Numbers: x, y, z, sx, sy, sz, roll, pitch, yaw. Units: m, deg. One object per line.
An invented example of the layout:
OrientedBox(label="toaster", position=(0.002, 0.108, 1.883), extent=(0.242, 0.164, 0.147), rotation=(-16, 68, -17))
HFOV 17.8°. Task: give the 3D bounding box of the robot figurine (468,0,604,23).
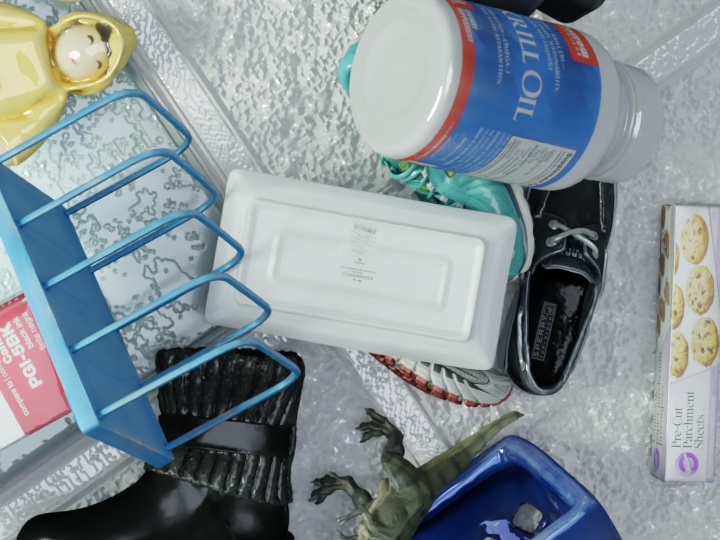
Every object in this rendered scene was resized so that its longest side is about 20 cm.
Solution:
OrientedBox(label="robot figurine", position=(0.084, -0.247, 1.577), extent=(0.200, 0.150, 0.125), rotation=(29, 130, -10))

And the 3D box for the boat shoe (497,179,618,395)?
OrientedBox(label="boat shoe", position=(0.143, -0.010, 1.622), extent=(0.071, 0.068, 0.201), rotation=(15, 89, -10))

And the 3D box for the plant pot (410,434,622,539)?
OrientedBox(label="plant pot", position=(0.102, 0.255, 1.567), extent=(0.200, 0.200, 0.180), rotation=(-37, 104, -6))

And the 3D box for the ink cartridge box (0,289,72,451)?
OrientedBox(label="ink cartridge box", position=(-0.287, 0.096, 1.516), extent=(0.200, 0.147, 0.083), rotation=(-29, 95, -8))

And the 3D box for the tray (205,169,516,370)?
OrientedBox(label="tray", position=(0.000, 0.000, 1.552), extent=(0.199, 0.022, 0.108), rotation=(10, 91, 1))

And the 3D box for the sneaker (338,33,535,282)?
OrientedBox(label="sneaker", position=(0.046, -0.073, 1.589), extent=(0.077, 0.080, 0.200), rotation=(-32, 91, 34))

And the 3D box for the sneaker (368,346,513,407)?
OrientedBox(label="sneaker", position=(0.030, 0.024, 1.600), extent=(0.200, 0.078, 0.082), rotation=(39, 85, -9))

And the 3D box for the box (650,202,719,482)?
OrientedBox(label="box", position=(0.236, 0.051, 1.654), extent=(0.041, 0.039, 0.201), rotation=(3, 92, -8))

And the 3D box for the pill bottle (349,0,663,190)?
OrientedBox(label="pill bottle", position=(0.102, -0.114, 1.531), extent=(0.199, 0.112, 0.113), rotation=(8, 91, -36))

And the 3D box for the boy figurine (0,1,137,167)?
OrientedBox(label="boy figurine", position=(-0.246, -0.126, 1.556), extent=(0.199, 0.064, 0.125), rotation=(-12, 89, -6))

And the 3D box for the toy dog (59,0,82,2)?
OrientedBox(label="toy dog", position=(-0.246, -0.252, 1.525), extent=(0.199, 0.096, 0.132), rotation=(-2, 67, -13))

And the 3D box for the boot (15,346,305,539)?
OrientedBox(label="boot", position=(-0.140, 0.131, 1.574), extent=(0.210, 0.079, 0.158), rotation=(-4, 100, -20))

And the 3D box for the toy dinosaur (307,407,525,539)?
OrientedBox(label="toy dinosaur", position=(0.021, 0.147, 1.603), extent=(0.088, 0.048, 0.200), rotation=(28, 54, 27))

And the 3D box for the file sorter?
OrientedBox(label="file sorter", position=(-0.141, 0.003, 1.493), extent=(0.122, 0.139, 0.200), rotation=(-28, 71, 7))
